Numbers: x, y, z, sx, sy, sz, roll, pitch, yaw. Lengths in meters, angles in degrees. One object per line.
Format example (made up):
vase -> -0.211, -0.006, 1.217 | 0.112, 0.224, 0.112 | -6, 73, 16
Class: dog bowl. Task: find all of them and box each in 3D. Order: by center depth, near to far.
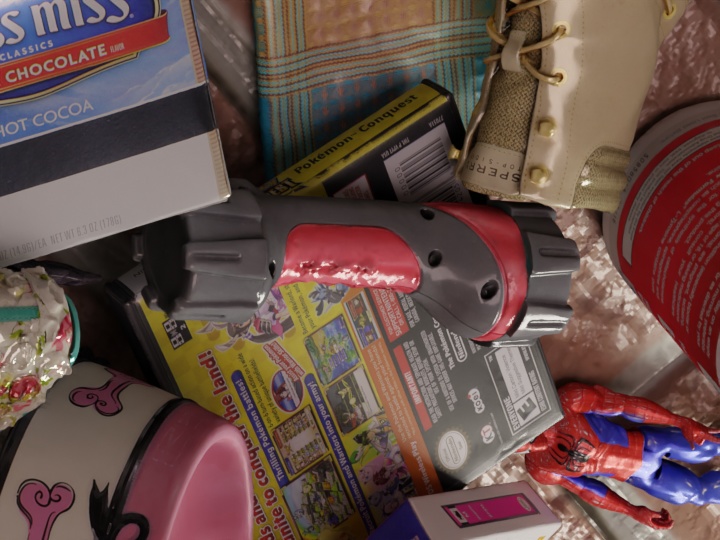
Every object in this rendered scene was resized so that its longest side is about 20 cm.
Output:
dog bowl -> -0.101, 0.140, 1.050 | 0.073, 0.200, 0.201 | 7, 120, 12

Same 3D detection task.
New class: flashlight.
flashlight -> 0.000, 0.000, 1.083 | 0.199, 0.068, 0.068 | 0, 106, -35

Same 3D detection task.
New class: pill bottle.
pill bottle -> 0.200, 0.009, 1.163 | 0.112, 0.200, 0.113 | -9, 121, -16

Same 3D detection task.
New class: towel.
towel -> 0.021, -0.117, 1.129 | 0.146, 0.022, 0.201 | -13, 122, -15

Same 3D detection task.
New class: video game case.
video game case -> -0.006, 0.039, 1.157 | 0.180, 0.025, 0.201 | -33, 126, -16

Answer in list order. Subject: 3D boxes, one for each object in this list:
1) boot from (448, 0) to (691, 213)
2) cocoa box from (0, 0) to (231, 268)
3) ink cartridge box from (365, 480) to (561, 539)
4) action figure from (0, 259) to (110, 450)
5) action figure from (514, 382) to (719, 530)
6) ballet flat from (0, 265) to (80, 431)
boot -> 0.071, -0.109, 1.083 | 0.199, 0.073, 0.156 | 15, 97, -50
cocoa box -> -0.170, -0.084, 1.004 | 0.199, 0.134, 0.132 | -17, 124, -11
ink cartridge box -> 0.023, 0.149, 1.202 | 0.095, 0.037, 0.200 | -46, 164, 17
action figure -> -0.173, 0.059, 1.107 | 0.118, 0.102, 0.201 | 3, 83, -1
action figure -> 0.154, 0.098, 1.291 | 0.199, 0.052, 0.066 | 13, 117, -24
ballet flat -> -0.191, 0.055, 1.004 | 0.064, 0.076, 0.200 | 5, 145, -45
